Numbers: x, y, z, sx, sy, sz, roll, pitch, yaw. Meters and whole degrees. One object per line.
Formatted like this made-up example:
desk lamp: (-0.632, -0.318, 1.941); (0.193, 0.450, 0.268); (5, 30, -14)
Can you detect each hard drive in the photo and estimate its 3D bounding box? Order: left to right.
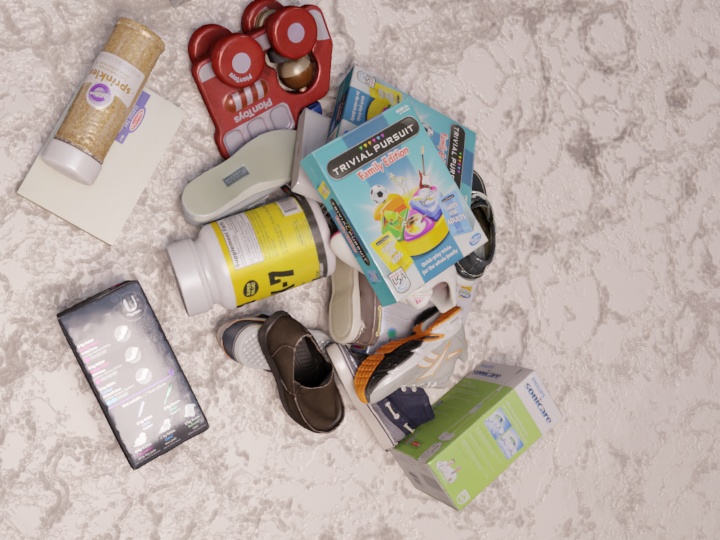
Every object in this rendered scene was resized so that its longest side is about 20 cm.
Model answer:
hard drive: (0.006, -0.125, 1.194); (0.198, 0.026, 0.133); (21, 51, -23)

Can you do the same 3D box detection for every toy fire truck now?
toy fire truck: (-0.122, -0.255, 1.189); (0.199, 0.112, 0.169); (-31, 124, -18)

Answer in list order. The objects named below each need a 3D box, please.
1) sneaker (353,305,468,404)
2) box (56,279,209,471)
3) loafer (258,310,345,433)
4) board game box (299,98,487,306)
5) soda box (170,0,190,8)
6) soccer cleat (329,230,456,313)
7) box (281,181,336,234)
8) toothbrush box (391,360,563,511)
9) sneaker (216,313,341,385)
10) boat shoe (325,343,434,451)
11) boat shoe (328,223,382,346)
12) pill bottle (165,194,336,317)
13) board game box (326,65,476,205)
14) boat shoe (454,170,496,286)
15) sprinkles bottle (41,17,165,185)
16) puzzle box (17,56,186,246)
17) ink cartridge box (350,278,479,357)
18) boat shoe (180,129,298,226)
sneaker: (0.078, 0.128, 1.169); (0.199, 0.075, 0.093); (-34, 110, -34)
box: (-0.280, 0.122, 1.103); (0.105, 0.122, 0.202); (-27, 99, -18)
loafer: (-0.066, 0.142, 1.145); (0.073, 0.071, 0.201); (-44, 130, -22)
board game box: (0.042, -0.082, 1.087); (0.150, 0.047, 0.201); (-32, 95, -24)
soda box: (-0.170, -0.422, 1.182); (0.199, 0.068, 0.064); (-33, 100, -18)
soccer cleat: (0.050, 0.000, 1.142); (0.199, 0.070, 0.087); (16, 54, -35)
box: (-0.007, -0.152, 1.257); (0.110, 0.035, 0.200); (44, 75, -14)
toothbrush box: (0.156, 0.223, 1.253); (0.199, 0.145, 0.086); (-39, 102, -18)
sneaker: (-0.102, 0.103, 1.201); (0.199, 0.079, 0.079); (24, 87, -43)
boat shoe: (0.030, 0.152, 1.212); (0.092, 0.075, 0.201); (-31, 130, -2)
boat shoe: (0.000, 0.000, 1.199); (0.059, 0.072, 0.202); (14, 70, -37)
pill bottle: (-0.141, -0.018, 1.159); (0.198, 0.114, 0.116); (-19, 96, -13)
board game box: (0.056, -0.163, 1.193); (0.198, 0.047, 0.152); (25, 50, -18)
boat shoe: (0.160, -0.072, 1.261); (0.075, 0.060, 0.202); (18, 52, -21)
sprinkles bottle: (-0.311, -0.206, 1.099); (0.068, 0.068, 0.202); (28, 79, -18)
puzzle box: (-0.324, -0.150, 1.143); (0.132, 0.025, 0.201); (31, 79, -17)
ink cartridge box: (0.082, 0.040, 1.265); (0.135, 0.076, 0.202); (20, 84, -19)
boat shoe: (-0.150, -0.120, 1.185); (0.200, 0.072, 0.070); (-32, 86, -22)
